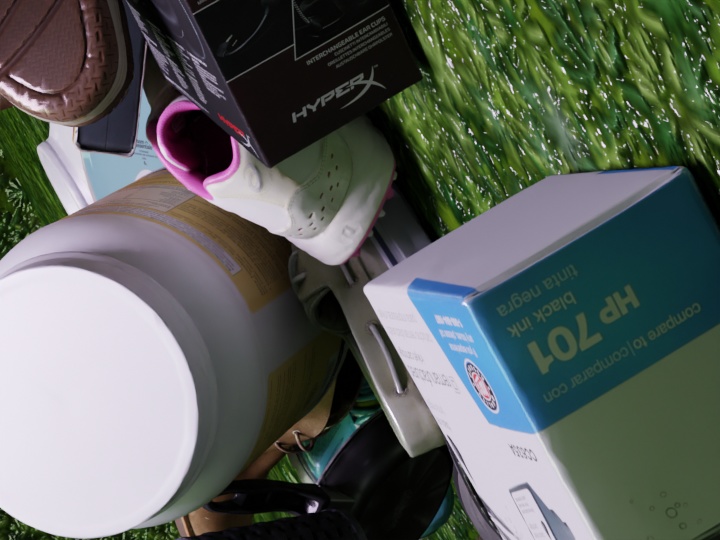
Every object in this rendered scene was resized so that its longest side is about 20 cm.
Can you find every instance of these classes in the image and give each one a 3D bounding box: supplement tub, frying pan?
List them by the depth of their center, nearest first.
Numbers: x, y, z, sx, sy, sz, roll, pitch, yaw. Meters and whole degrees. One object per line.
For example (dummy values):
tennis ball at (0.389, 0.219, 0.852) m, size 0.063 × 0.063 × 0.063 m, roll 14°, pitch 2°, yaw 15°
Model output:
supplement tub at (-0.097, 0.035, 1.163) m, size 0.146 × 0.145 × 0.200 m, roll 60°, pitch -158°, yaw -2°
frying pan at (-0.002, 0.104, 1.256) m, size 0.031 × 0.115 × 0.190 m, roll 34°, pitch 174°, yaw 29°

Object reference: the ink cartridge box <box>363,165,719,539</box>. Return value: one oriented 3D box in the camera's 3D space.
ink cartridge box at (0.096, 0.073, 0.799) m, size 0.201 × 0.086 × 0.146 m, roll 62°, pitch 170°, yaw -6°

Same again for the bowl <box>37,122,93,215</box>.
bowl at (-0.150, -0.062, 1.631) m, size 0.202 × 0.090 × 0.201 m, roll 58°, pitch 170°, yaw 16°

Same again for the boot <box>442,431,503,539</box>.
boot at (0.066, 0.087, 1.027) m, size 0.201 × 0.070 × 0.132 m, roll 64°, pitch 167°, yaw -18°

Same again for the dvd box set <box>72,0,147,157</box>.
dvd box set at (-0.115, -0.128, 1.162) m, size 0.200 × 0.029 × 0.147 m, roll -147°, pitch 62°, yaw -82°

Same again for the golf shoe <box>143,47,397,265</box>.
golf shoe at (-0.062, -0.074, 1.119) m, size 0.091 × 0.076 × 0.200 m, roll 17°, pitch -167°, yaw -36°

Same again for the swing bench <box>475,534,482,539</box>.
swing bench at (0.045, 0.271, 1.269) m, size 0.199 × 0.129 × 0.201 m, roll 53°, pitch 137°, yaw 38°

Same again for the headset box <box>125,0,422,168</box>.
headset box at (-0.069, -0.158, 0.973) m, size 0.201 × 0.077 × 0.149 m, roll 65°, pitch 169°, yaw -24°

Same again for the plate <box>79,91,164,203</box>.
plate at (-0.112, -0.067, 1.355) m, size 0.200 × 0.025 × 0.201 m, roll 25°, pitch 122°, yaw 49°

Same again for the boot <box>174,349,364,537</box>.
boot at (-0.048, 0.081, 1.310) m, size 0.075 × 0.074 × 0.201 m, roll 27°, pitch 127°, yaw 16°

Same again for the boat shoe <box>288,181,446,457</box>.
boat shoe at (0.000, 0.000, 1.129) m, size 0.200 × 0.062 × 0.072 m, roll 53°, pitch 168°, yaw 39°

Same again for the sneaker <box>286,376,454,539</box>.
sneaker at (-0.010, 0.061, 1.346) m, size 0.201 × 0.077 × 0.080 m, roll 60°, pitch 158°, yaw -9°

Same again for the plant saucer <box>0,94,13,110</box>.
plant saucer at (-0.145, -0.174, 1.183) m, size 0.200 × 0.032 × 0.202 m, roll -173°, pitch 90°, yaw -83°

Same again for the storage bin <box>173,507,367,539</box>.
storage bin at (-0.033, 0.229, 1.170) m, size 0.135 × 0.093 × 0.201 m, roll -53°, pitch 53°, yaw 44°

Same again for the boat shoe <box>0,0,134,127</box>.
boat shoe at (-0.142, -0.140, 1.031) m, size 0.203 × 0.075 × 0.075 m, roll 58°, pitch -162°, yaw 22°
